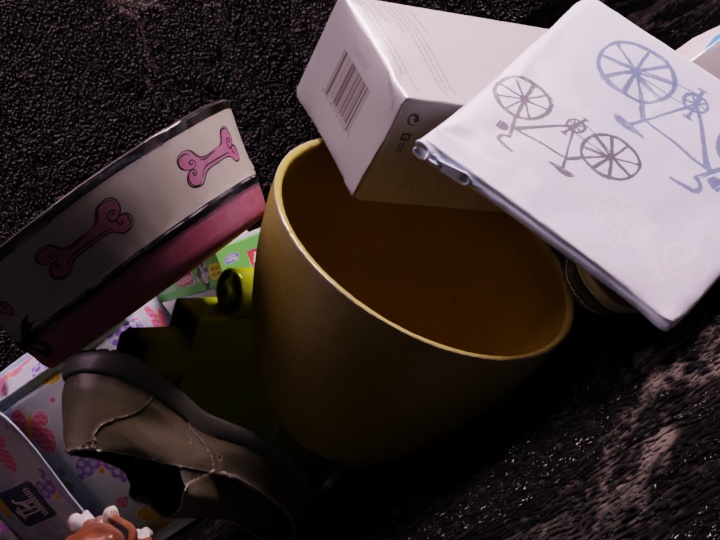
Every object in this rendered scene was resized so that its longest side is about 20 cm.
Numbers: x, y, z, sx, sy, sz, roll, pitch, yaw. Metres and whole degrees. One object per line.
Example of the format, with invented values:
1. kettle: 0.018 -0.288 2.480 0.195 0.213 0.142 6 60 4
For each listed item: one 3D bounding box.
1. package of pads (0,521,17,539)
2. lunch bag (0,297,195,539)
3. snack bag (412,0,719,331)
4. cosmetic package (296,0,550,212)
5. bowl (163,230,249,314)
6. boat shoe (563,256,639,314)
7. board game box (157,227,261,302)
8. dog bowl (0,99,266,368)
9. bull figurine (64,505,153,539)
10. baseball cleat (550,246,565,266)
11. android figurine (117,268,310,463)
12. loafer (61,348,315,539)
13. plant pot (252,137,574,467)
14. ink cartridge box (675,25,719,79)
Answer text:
1. package of pads: -0.264 0.203 1.575 0.154 0.068 0.199 -40 8 -34
2. lunch bag: -0.204 0.136 1.364 0.199 0.170 0.127 -32 13 12
3. snack bag: 0.156 -0.063 1.027 0.200 0.188 0.021 -41 -19 -37
4. cosmetic package: 0.073 -0.100 1.117 0.198 0.113 0.082 7 -51 -32
5. bowl: -0.110 0.034 1.494 0.090 0.203 0.201 -18 15 25
6. boat shoe: 0.167 -0.013 1.075 0.065 0.074 0.200 -35 -2 35
7. board game box: -0.074 -0.017 1.331 0.134 0.029 0.200 -23 4 -21
8. dog bowl: -0.142 -0.017 1.080 0.199 0.074 0.200 -36 1 1
9. bull figurine: -0.228 0.238 1.243 0.199 0.065 0.122 -34 12 8
10. baseball cleat: 0.132 -0.039 1.199 0.199 0.107 0.070 -36 3 -17
11. android figurine: -0.078 0.080 1.194 0.199 0.184 0.041 2 25 -39
12. loafer: -0.109 0.122 1.069 0.075 0.199 0.070 -16 48 44
13. plant pot: 0.011 0.035 1.091 0.143 0.199 0.200 -60 -6 32
14. ink cartridge box: 0.249 -0.127 1.319 0.115 0.067 0.200 -36 3 -4
